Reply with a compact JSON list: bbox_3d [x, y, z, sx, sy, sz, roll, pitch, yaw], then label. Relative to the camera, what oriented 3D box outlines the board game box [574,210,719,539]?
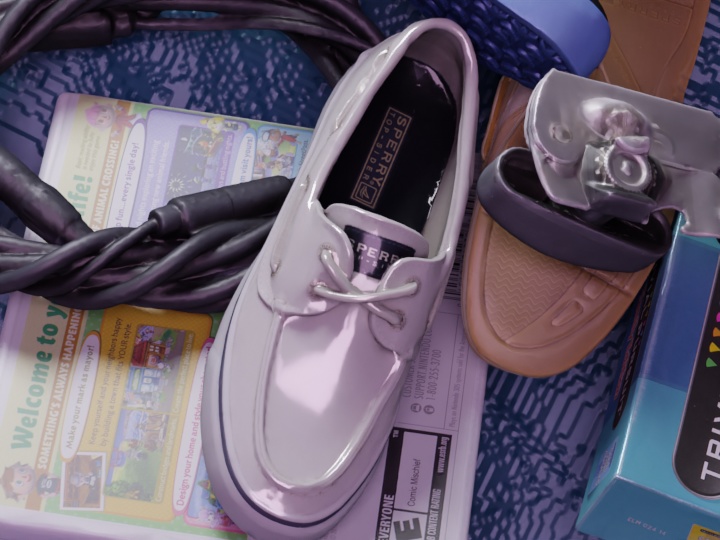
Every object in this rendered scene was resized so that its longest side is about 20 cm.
[{"bbox_3d":[0.194,0.058,1.078,0.199,0.047,0.151,21,56,-5],"label":"board game box"}]

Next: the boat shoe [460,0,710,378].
[{"bbox_3d":[0.083,-0.047,1.107,0.073,0.069,0.201,24,72,-8],"label":"boat shoe"}]

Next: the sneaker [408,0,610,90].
[{"bbox_3d":[0.035,-0.140,1.089,0.078,0.070,0.200,-44,52,-10],"label":"sneaker"}]

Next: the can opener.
[{"bbox_3d":[0.137,-0.023,1.055,0.199,0.067,0.054,14,58,-26],"label":"can opener"}]

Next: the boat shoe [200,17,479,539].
[{"bbox_3d":[0.000,0.000,1.038,0.072,0.066,0.201,26,64,-7],"label":"boat shoe"}]

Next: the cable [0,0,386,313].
[{"bbox_3d":[-0.075,-0.057,1.100,0.199,0.051,0.164,4,55,-4],"label":"cable"}]

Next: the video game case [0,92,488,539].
[{"bbox_3d":[-0.042,0.026,1.088,0.181,0.022,0.201,8,54,1],"label":"video game case"}]
